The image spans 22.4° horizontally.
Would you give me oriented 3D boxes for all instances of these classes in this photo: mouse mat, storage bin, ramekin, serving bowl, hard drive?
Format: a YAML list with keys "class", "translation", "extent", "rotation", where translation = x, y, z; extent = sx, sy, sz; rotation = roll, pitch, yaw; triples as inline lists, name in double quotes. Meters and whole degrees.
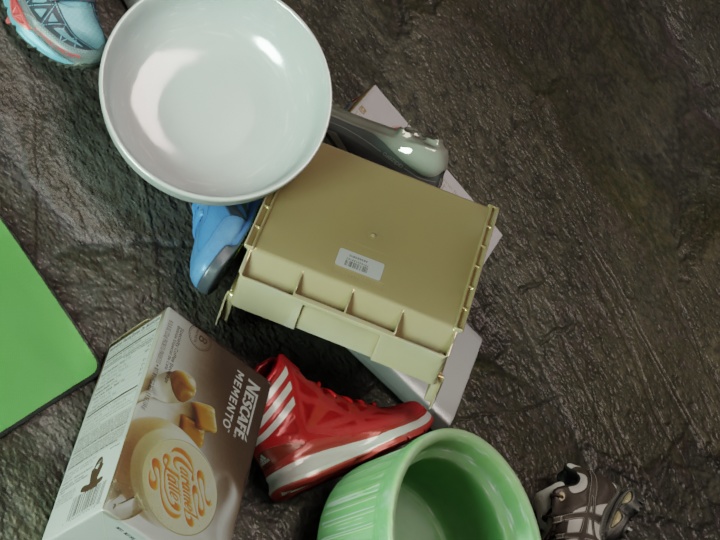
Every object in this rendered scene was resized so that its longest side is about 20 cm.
- class: "mouse mat"
  translation: [-0.293, 0.046, 1.356]
  extent: [0.161, 0.008, 0.200]
  rotation: [56, 35, 0]
- class: "storage bin"
  translation: [0.000, 0.000, 1.578]
  extent: [0.199, 0.094, 0.199]
  rotation: [22, 43, -1]
- class: "ramekin"
  translation: [0.055, 0.238, 1.494]
  extent: [0.199, 0.097, 0.202]
  rotation: [23, 57, -43]
- class: "serving bowl"
  translation: [-0.126, -0.144, 1.551]
  extent: [0.198, 0.066, 0.202]
  rotation: [4, 72, -12]
- class: "hard drive"
  translation: [0.025, 0.041, 1.699]
  extent: [0.200, 0.027, 0.132]
  rotation: [44, 38, -14]

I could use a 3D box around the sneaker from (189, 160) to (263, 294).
- class: "sneaker"
  translation: [-0.127, -0.059, 1.585]
  extent: [0.078, 0.066, 0.201]
  rotation: [28, 43, -9]

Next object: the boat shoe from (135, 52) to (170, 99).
- class: "boat shoe"
  translation: [-0.136, -0.174, 1.653]
  extent: [0.200, 0.070, 0.067]
  rotation: [-25, 90, -53]

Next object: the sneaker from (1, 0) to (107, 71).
- class: "sneaker"
  translation: [-0.265, -0.267, 1.554]
  extent: [0.079, 0.095, 0.201]
  rotation: [-16, 75, -51]

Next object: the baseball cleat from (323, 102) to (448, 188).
- class: "baseball cleat"
  translation: [-0.018, -0.103, 1.696]
  extent: [0.199, 0.107, 0.070]
  rotation: [20, 9, 25]

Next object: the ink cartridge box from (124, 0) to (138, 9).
- class: "ink cartridge box"
  translation: [-0.181, -0.333, 1.708]
  extent: [0.144, 0.084, 0.201]
  rotation: [-20, 79, -53]

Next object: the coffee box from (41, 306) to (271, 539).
- class: "coffee box"
  translation: [-0.150, 0.144, 1.377]
  extent: [0.114, 0.080, 0.201]
  rotation: [40, 40, -24]

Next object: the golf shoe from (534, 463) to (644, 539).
- class: "golf shoe"
  translation: [0.188, 0.255, 1.693]
  extent: [0.094, 0.078, 0.200]
  rotation: [37, 35, 4]

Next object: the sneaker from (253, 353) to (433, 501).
- class: "sneaker"
  translation: [-0.023, 0.113, 1.549]
  extent: [0.199, 0.078, 0.116]
  rotation: [-16, 76, -53]

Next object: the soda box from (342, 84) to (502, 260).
- class: "soda box"
  translation: [0.046, -0.079, 1.784]
  extent: [0.200, 0.064, 0.068]
  rotation: [48, 37, -8]
